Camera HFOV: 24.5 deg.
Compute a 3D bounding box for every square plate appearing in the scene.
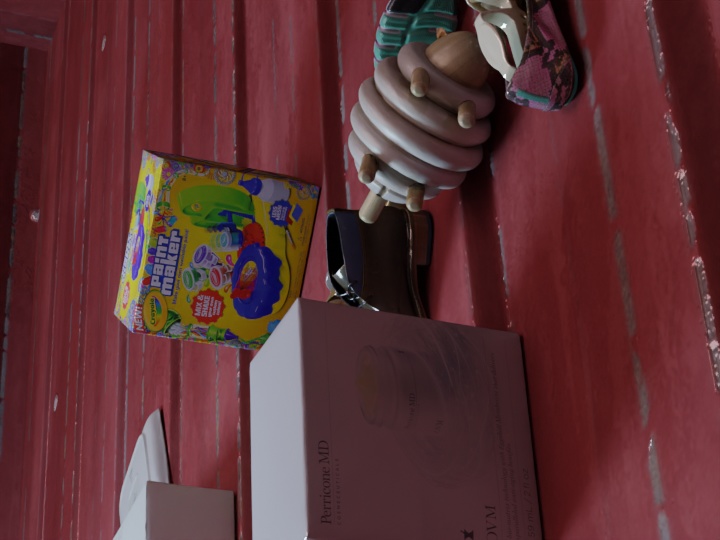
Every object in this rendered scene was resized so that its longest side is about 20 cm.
[{"bbox_3d":[-0.323,0.340,2.450,0.199,0.028,0.201,-108,33,-51],"label":"square plate"}]

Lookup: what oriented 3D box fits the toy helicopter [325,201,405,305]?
[{"bbox_3d":[0.000,0.000,1.657,0.132,0.078,0.201,-118,51,-73],"label":"toy helicopter"}]

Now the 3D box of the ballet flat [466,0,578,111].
[{"bbox_3d":[0.125,-0.209,1.362,0.201,0.070,0.069,-99,25,-42],"label":"ballet flat"}]

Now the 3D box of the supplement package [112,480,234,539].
[{"bbox_3d":[-0.239,0.363,2.069,0.200,0.116,0.118,124,150,-51],"label":"supplement package"}]

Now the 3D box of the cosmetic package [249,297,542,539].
[{"bbox_3d":[0.024,0.147,1.300,0.123,0.198,0.201,126,146,-52],"label":"cosmetic package"}]

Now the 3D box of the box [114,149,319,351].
[{"bbox_3d":[-0.170,-0.022,1.932,0.122,0.191,0.202,-154,73,-69],"label":"box"}]

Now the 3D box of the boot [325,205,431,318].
[{"bbox_3d":[0.009,0.034,1.544,0.075,0.096,0.202,144,132,-63],"label":"boot"}]

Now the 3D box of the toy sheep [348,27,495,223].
[{"bbox_3d":[0.050,-0.124,1.452,0.201,0.137,0.138,-53,30,23],"label":"toy sheep"}]

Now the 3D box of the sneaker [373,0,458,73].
[{"bbox_3d":[0.039,-0.209,1.610,0.088,0.074,0.202,-110,33,-63],"label":"sneaker"}]
